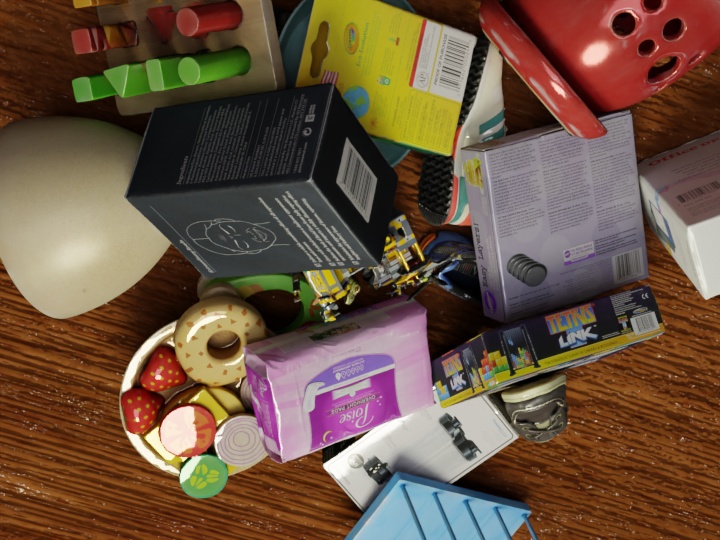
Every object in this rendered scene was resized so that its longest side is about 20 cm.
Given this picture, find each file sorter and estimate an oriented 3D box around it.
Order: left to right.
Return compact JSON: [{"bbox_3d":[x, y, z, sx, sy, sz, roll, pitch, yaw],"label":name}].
[{"bbox_3d":[0.100,0.337,1.400,0.199,0.123,0.139,19,119,-32],"label":"file sorter"}]

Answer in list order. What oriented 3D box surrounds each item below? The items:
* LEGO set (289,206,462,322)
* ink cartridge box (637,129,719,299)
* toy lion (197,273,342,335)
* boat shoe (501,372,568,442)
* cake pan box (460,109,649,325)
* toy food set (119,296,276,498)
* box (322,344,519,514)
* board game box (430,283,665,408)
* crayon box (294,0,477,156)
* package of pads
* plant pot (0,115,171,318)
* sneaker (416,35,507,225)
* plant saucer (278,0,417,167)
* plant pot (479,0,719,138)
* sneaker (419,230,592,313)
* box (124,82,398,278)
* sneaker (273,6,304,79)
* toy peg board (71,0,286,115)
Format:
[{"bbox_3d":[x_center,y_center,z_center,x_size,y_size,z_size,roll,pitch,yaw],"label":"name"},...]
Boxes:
[{"bbox_3d":[0.000,0.000,1.282,0.153,0.200,0.116,-33,112,-15],"label":"LEGO set"},{"bbox_3d":[0.378,-0.068,1.262,0.144,0.200,0.088,-21,114,4],"label":"ink cartridge box"},{"bbox_3d":[-0.078,0.091,1.375,0.190,0.069,0.201,-7,111,-8],"label":"toy lion"},{"bbox_3d":[0.195,0.151,1.335,0.073,0.200,0.065,-17,79,9],"label":"boat shoe"},{"bbox_3d":[0.209,-0.060,1.289,0.199,0.052,0.186,-18,108,-23],"label":"cake pan box"},{"bbox_3d":[-0.154,0.136,1.312,0.200,0.049,0.198,-40,114,0],"label":"toy food set"},{"bbox_3d":[0.067,0.193,1.417,0.200,0.060,0.117,-37,108,11],"label":"box"},{"bbox_3d":[0.191,0.081,1.296,0.199,0.165,0.057,-15,81,-20],"label":"board game box"},{"bbox_3d":[0.014,-0.195,1.207,0.199,0.051,0.128,12,92,-38],"label":"crayon box"},{"bbox_3d":[-0.018,0.112,1.297,0.199,0.076,0.121,-18,112,-25],"label":"package of pads"},{"bbox_3d":[-0.253,-0.065,1.213,0.134,0.201,0.201,-13,112,16],"label":"plant pot"},{"bbox_3d":[0.124,-0.142,1.300,0.093,0.070,0.201,5,100,-37],"label":"sneaker"},{"bbox_3d":[-0.013,-0.191,1.242,0.199,0.036,0.202,-9,105,-35],"label":"plant saucer"},{"bbox_3d":[0.224,-0.245,1.187,0.182,0.201,0.200,-40,108,13],"label":"plant pot"},{"bbox_3d":[0.158,0.017,1.346,0.199,0.079,0.076,11,111,-7],"label":"sneaker"},{"bbox_3d":[-0.088,-0.078,1.155,0.199,0.108,0.149,-4,148,26],"label":"box"},{"bbox_3d":[-0.136,-0.194,1.249,0.199,0.077,0.112,-24,116,1],"label":"sneaker"},{"bbox_3d":[-0.191,-0.248,1.153,0.199,0.098,0.201,-3,103,32],"label":"toy peg board"}]
